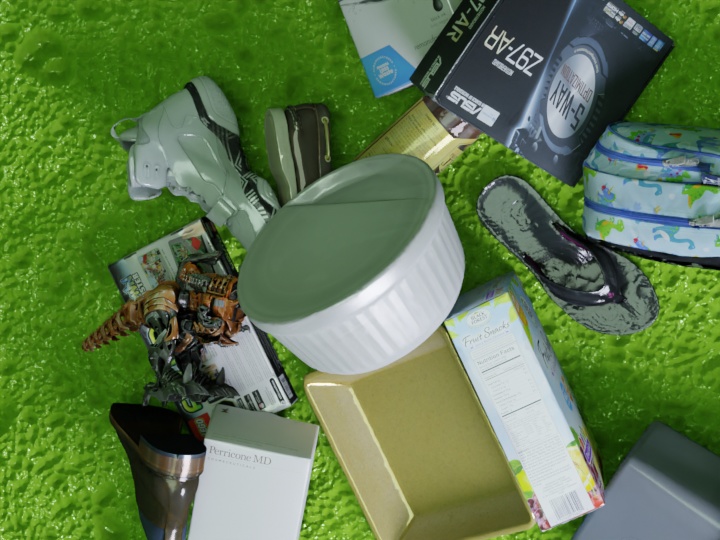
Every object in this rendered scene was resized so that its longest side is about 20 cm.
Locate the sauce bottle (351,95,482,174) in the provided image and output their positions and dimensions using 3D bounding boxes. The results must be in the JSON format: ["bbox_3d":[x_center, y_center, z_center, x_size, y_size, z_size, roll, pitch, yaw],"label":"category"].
[{"bbox_3d":[0.072,-0.130,1.317,0.200,0.065,0.065,-40,89,14],"label":"sauce bottle"}]

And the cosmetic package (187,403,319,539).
[{"bbox_3d":[-0.109,0.242,1.368,0.106,0.085,0.202,10,109,0],"label":"cosmetic package"}]

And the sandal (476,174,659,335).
[{"bbox_3d":[0.187,-0.008,1.320,0.200,0.048,0.076,38,102,4],"label":"sandal"}]

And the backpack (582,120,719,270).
[{"bbox_3d":[0.290,-0.063,1.245,0.198,0.163,0.155,-7,102,32],"label":"backpack"}]

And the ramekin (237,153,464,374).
[{"bbox_3d":[0.000,0.000,1.237,0.201,0.203,0.094,-29,123,12],"label":"ramekin"}]

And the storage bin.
[{"bbox_3d":[0.277,0.235,1.290,0.134,0.145,0.201,36,126,14],"label":"storage bin"}]

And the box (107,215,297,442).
[{"bbox_3d":[-0.154,0.060,1.397,0.109,0.035,0.201,-25,92,12],"label":"box"}]

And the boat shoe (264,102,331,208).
[{"bbox_3d":[-0.046,-0.056,1.347,0.059,0.072,0.202,-11,102,-15],"label":"boat shoe"}]

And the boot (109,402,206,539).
[{"bbox_3d":[-0.200,0.188,1.347,0.074,0.200,0.098,5,99,-22],"label":"boot"}]

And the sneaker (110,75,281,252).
[{"bbox_3d":[-0.151,-0.073,1.339,0.114,0.075,0.201,-24,87,-18],"label":"sneaker"}]

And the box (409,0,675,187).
[{"bbox_3d":[0.161,-0.182,1.243,0.199,0.044,0.161,26,104,-40],"label":"box"}]

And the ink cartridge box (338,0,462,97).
[{"bbox_3d":[0.035,-0.272,1.284,0.115,0.068,0.202,-19,93,39],"label":"ink cartridge box"}]

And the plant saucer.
[{"bbox_3d":[0.061,0.156,1.331,0.199,0.048,0.201,-24,93,44],"label":"plant saucer"}]

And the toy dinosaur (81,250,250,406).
[{"bbox_3d":[-0.165,0.055,1.348,0.199,0.102,0.137,-15,79,39],"label":"toy dinosaur"}]

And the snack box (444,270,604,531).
[{"bbox_3d":[0.150,0.110,1.280,0.067,0.169,0.201,-26,93,11],"label":"snack box"}]
